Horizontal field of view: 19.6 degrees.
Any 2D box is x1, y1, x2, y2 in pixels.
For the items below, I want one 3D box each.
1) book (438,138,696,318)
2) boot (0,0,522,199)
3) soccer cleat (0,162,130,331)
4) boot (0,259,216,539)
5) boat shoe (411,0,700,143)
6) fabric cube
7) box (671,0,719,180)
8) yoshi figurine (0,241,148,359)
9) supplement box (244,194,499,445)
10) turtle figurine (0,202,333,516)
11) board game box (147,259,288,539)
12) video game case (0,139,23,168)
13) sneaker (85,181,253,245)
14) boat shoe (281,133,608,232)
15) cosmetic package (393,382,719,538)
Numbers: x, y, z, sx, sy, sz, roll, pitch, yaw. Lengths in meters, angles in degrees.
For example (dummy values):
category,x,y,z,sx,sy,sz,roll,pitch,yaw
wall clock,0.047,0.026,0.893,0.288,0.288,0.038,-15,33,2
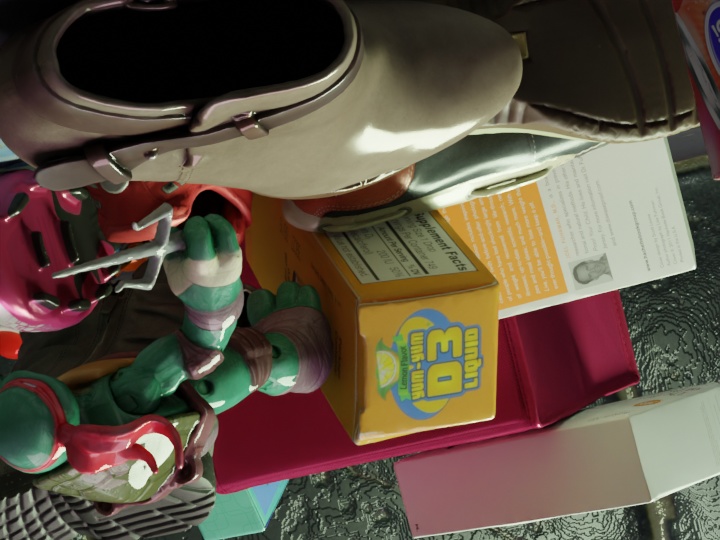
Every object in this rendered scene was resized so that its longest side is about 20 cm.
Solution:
category,x,y,z,sx,sy,sz,roll,pitch,yaw
book,0.053,-0.042,1.026,0.199,0.134,0.048,-13,-154,12
boot,-0.023,-0.064,0.684,0.199,0.071,0.146,-13,176,-13
soccer cleat,-0.147,-0.013,0.907,0.086,0.070,0.200,-15,-169,15
boot,-0.153,0.063,0.944,0.199,0.131,0.068,-10,140,8
boat shoe,0.059,-0.087,0.825,0.199,0.072,0.076,-3,-172,-18
fabric cube,0.021,0.005,1.200,0.198,0.198,0.200,-14,178,24
box,0.208,-0.100,0.770,0.095,0.100,0.199,-15,179,43
yoshi figurine,-0.232,-0.001,1.240,0.199,0.113,0.112,-27,-143,7
supplement box,0.000,0.000,0.916,0.068,0.067,0.200,-6,-155,-13
turtle figurine,-0.093,0.040,0.776,0.149,0.101,0.200,-12,172,24
board game box,-0.075,0.043,1.267,0.045,0.153,0.200,-13,-156,23
video game case,-0.232,-0.034,0.806,0.199,0.022,0.182,-14,179,20
sneaker,-0.069,-0.039,0.846,0.077,0.086,0.200,-13,179,16
boat shoe,0.054,-0.063,0.899,0.199,0.071,0.063,-16,144,-33
cosmetic package,0.113,0.106,1.162,0.082,0.051,0.199,-16,179,-39
